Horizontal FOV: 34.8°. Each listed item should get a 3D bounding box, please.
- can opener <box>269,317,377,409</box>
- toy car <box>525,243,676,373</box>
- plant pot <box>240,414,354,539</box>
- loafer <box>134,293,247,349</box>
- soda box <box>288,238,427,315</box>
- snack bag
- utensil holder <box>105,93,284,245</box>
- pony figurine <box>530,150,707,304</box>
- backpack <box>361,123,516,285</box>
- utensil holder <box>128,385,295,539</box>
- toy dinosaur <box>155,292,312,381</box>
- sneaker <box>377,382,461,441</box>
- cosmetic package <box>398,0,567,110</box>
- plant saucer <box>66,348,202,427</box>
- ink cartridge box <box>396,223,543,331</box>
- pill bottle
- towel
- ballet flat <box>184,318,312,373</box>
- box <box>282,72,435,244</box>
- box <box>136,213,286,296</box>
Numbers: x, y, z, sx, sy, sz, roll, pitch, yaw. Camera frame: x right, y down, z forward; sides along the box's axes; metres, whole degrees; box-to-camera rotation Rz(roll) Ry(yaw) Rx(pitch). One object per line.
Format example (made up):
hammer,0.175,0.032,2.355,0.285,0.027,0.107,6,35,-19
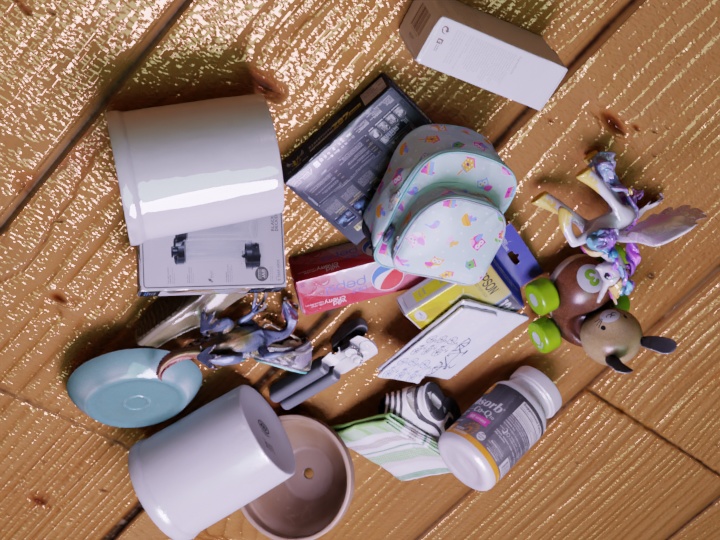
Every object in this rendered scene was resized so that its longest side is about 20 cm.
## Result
can opener,-0.056,0.149,1.783,0.200,0.067,0.053,-36,127,22
toy car,0.374,0.081,1.740,0.164,0.200,0.158,-24,130,-16
plant pot,-0.098,0.332,1.853,0.201,0.201,0.093,-35,168,11
loafer,-0.236,0.055,1.647,0.200,0.076,0.067,-35,121,11
soda box,0.000,0.000,1.682,0.199,0.063,0.070,-15,128,-5
snack bag,0.145,0.116,1.770,0.188,0.021,0.200,-41,150,24
utensil holder,-0.210,-0.133,1.461,0.199,0.170,0.170,-11,128,-12
pony figurine,0.378,-0.074,1.685,0.193,0.167,0.200,-39,103,-3
backpack,0.112,-0.087,1.537,0.175,0.153,0.201,12,114,-22
utensil holder,-0.224,0.290,1.753,0.200,0.170,0.170,-32,128,9
toy dinosaur,-0.170,0.086,1.655,0.199,0.105,0.181,-14,174,25
sneaker,0.094,0.242,1.898,0.115,0.076,0.201,-6,147,23
cosmetic package,0.159,-0.287,1.493,0.199,0.102,0.074,18,119,-25
plant saucer,-0.333,0.183,1.701,0.199,0.036,0.200,-8,145,-5
ink cartridge box,0.176,0.034,1.728,0.200,0.047,0.198,-31,149,10
pill bottle,0.228,0.252,1.856,0.200,0.116,0.117,-41,134,-26
towel,0.056,0.296,1.893,0.149,0.031,0.200,-21,138,38
ballet flat,-0.164,0.108,1.722,0.200,0.072,0.072,10,122,-23
box,0.012,-0.150,1.582,0.200,0.051,0.158,-41,125,14
box,-0.206,-0.027,1.568,0.199,0.060,0.117,-2,83,-16
